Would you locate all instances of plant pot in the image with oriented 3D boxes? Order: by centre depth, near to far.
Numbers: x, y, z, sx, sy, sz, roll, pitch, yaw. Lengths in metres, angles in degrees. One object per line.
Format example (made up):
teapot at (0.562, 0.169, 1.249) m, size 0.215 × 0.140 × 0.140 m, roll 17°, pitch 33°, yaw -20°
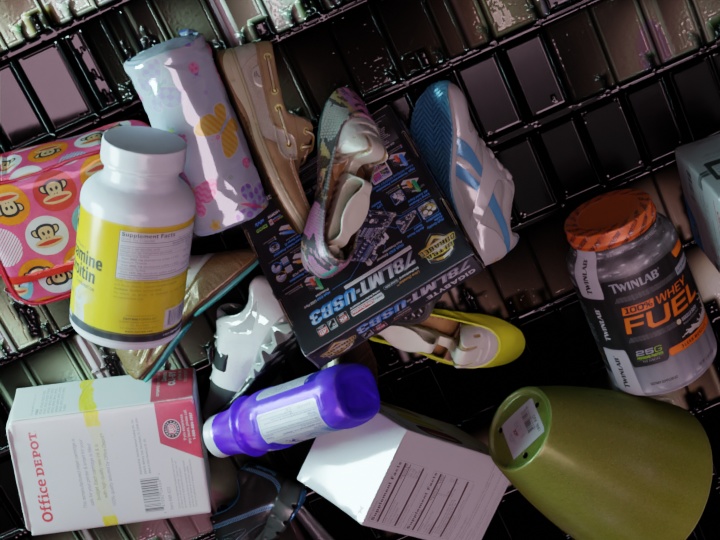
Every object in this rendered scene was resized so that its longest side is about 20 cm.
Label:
plant pot at (0.238, 0.198, 1.760) m, size 0.200 × 0.187 × 0.187 m, roll 26°, pitch 109°, yaw -33°

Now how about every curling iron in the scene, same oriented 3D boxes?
curling iron at (-0.029, 0.343, 1.909) m, size 0.050 × 0.026 × 0.200 m, roll -28°, pitch 113°, yaw 3°

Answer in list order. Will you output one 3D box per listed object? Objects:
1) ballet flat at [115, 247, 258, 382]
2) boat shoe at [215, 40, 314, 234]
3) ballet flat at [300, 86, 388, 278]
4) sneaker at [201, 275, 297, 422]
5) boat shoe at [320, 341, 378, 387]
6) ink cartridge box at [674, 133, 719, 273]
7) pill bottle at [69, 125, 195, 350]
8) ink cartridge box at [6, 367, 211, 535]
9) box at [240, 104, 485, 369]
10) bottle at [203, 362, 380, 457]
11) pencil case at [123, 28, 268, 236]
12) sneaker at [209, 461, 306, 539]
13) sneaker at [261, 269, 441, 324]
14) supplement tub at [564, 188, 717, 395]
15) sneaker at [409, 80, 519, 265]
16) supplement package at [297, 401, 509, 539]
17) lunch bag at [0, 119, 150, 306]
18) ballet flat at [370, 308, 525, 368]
ballet flat at (-0.192, 0.030, 1.745) m, size 0.072 × 0.068 × 0.200 m, roll 44°, pitch 108°, yaw -1°
boat shoe at (-0.080, -0.136, 1.646) m, size 0.066 × 0.074 × 0.200 m, roll -23°, pitch 90°, yaw -7°
ballet flat at (-0.010, -0.089, 1.616) m, size 0.069 × 0.071 × 0.200 m, roll 22°, pitch 70°, yaw -32°
sneaker at (-0.126, 0.082, 1.767) m, size 0.089 × 0.074 × 0.200 m, roll 47°, pitch 125°, yaw 13°
boat shoe at (-0.026, 0.147, 1.795) m, size 0.075 × 0.075 × 0.203 m, roll 15°, pitch 126°, yaw 35°
ink cartridge box at (0.389, -0.052, 1.686) m, size 0.067 × 0.200 × 0.116 m, roll -17°, pitch 114°, yaw 1°
pill bottle at (-0.219, -0.033, 1.598) m, size 0.112 × 0.112 × 0.200 m, roll 6°, pitch 113°, yaw -8°
ink cartridge box at (-0.269, 0.195, 1.789) m, size 0.200 × 0.083 × 0.145 m, roll -7°, pitch 114°, yaw -3°
box at (-0.005, -0.035, 1.664) m, size 0.200 × 0.199 × 0.050 m, roll -33°, pitch 153°, yaw 8°
bottle at (-0.077, 0.149, 1.698) m, size 0.200 × 0.083 × 0.065 m, roll -21°, pitch 83°, yaw 35°
pencil case at (-0.163, -0.134, 1.640) m, size 0.083 × 0.091 × 0.200 m, roll -33°, pitch 106°, yaw -39°
sneaker at (-0.136, 0.306, 1.870) m, size 0.082 × 0.073 × 0.200 m, roll 31°, pitch 106°, yaw 6°
sneaker at (0.000, 0.000, 1.745) m, size 0.199 × 0.114 × 0.076 m, roll 6°, pitch 116°, yaw 22°
supplement tub at (0.293, 0.022, 1.751) m, size 0.122 × 0.123 × 0.200 m, roll -23°, pitch 114°, yaw 5°
sneaker at (0.109, -0.102, 1.711) m, size 0.081 × 0.076 × 0.200 m, roll -22°, pitch 108°, yaw -30°
supplement package at (0.052, 0.214, 1.757) m, size 0.200 × 0.114 × 0.110 m, roll 23°, pitch 94°, yaw -48°
lunch bag at (-0.281, -0.048, 1.689) m, size 0.200 × 0.082 × 0.176 m, roll -17°, pitch 119°, yaw 0°
ballet flat at (0.087, 0.074, 1.782) m, size 0.200 × 0.067 × 0.067 m, roll 16°, pitch 111°, yaw -12°
